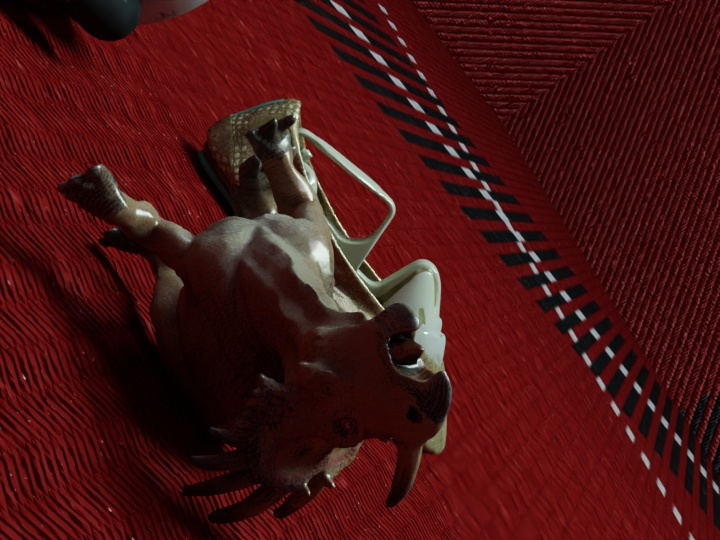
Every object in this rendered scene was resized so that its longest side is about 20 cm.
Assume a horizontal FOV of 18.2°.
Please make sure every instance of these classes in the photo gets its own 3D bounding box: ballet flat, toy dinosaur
[{"bbox_3d":[0.000,0.000,1.110,0.200,0.065,0.071,54,8,-13],"label":"ballet flat"},{"bbox_3d":[-0.034,0.028,0.761,0.200,0.085,0.136,109,-42,-79],"label":"toy dinosaur"}]

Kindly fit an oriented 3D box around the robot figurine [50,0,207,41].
[{"bbox_3d":[-0.119,-0.192,0.966,0.125,0.151,0.200,30,-10,39],"label":"robot figurine"}]
